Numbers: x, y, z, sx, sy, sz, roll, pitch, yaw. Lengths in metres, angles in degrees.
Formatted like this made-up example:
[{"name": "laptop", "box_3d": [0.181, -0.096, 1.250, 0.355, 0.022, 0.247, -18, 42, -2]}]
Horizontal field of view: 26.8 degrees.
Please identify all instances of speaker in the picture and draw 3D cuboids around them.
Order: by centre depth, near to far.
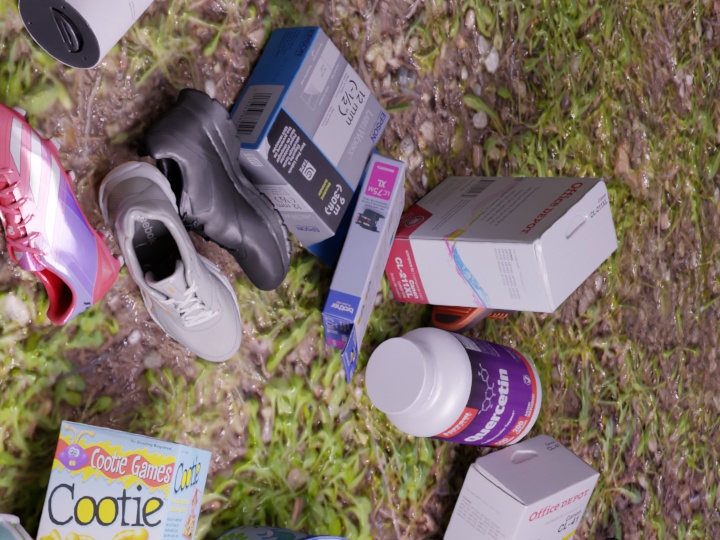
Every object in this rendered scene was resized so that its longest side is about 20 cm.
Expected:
[{"name": "speaker", "box_3d": [-0.189, -0.256, 1.228, 0.200, 0.081, 0.081, -57, 132, -30]}]

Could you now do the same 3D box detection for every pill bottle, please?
[{"name": "pill bottle", "box_3d": [0.096, 0.122, 1.579, 0.199, 0.112, 0.113, 15, 81, -50]}]

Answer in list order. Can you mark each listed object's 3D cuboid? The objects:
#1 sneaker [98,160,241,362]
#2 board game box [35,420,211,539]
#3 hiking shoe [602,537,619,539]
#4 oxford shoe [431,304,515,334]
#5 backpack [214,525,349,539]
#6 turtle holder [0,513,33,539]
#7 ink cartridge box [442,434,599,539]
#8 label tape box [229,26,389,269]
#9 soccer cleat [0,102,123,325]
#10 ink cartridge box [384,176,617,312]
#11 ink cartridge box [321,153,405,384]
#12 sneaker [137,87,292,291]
[{"name": "sneaker", "box_3d": [-0.157, 0.011, 1.263, 0.075, 0.092, 0.201, -28, 121, 2]}, {"name": "board game box", "box_3d": [-0.199, 0.231, 1.212, 0.105, 0.102, 0.201, 52, 49, -77]}, {"name": "hiking shoe", "box_3d": [0.309, 0.427, 1.905, 0.087, 0.074, 0.201, -11, 112, -57]}, {"name": "oxford shoe", "box_3d": [0.148, 0.030, 1.670, 0.200, 0.071, 0.073, -38, 126, -42]}, {"name": "backpack", "box_3d": [-0.061, 0.339, 1.381, 0.183, 0.146, 0.201, 11, 82, -52]}, {"name": "turtle holder", "box_3d": [-0.309, 0.247, 1.101, 0.141, 0.184, 0.133, 77, 11, -76]}, {"name": "ink cartridge box", "box_3d": [0.159, 0.294, 1.636, 0.147, 0.085, 0.201, -13, 130, -47]}, {"name": "label tape box", "box_3d": [-0.036, -0.113, 1.438, 0.200, 0.066, 0.144, 46, 59, -40]}, {"name": "soccer cleat", "box_3d": [-0.257, -0.047, 1.179, 0.077, 0.066, 0.201, -52, 132, -28]}, {"name": "ink cartridge box", "box_3d": [0.141, -0.030, 1.552, 0.146, 0.199, 0.083, -39, 121, -41]}, {"name": "ink cartridge box", "box_3d": [0.000, 0.000, 1.467, 0.119, 0.042, 0.201, 85, 20, -73]}, {"name": "sneaker", "box_3d": [-0.133, -0.057, 1.332, 0.091, 0.076, 0.201, -43, 118, -28]}]
